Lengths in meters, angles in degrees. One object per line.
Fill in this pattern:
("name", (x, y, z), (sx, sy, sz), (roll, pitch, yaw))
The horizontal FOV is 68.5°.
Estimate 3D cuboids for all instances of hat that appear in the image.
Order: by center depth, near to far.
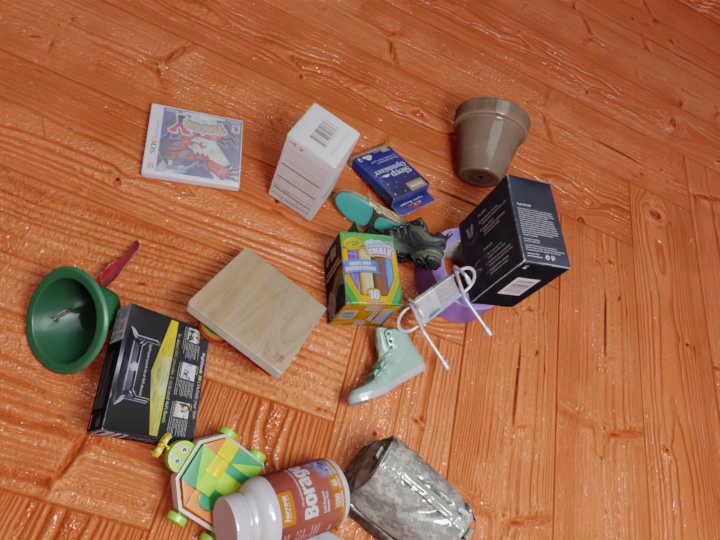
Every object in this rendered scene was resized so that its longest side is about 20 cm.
("hat", (-0.447, 0.071, 0.931), (0.165, 0.176, 0.201), (37, 100, 13))

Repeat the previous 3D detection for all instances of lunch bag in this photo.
("lunch bag", (0.078, 0.387, 0.902), (0.200, 0.168, 0.140), (41, 57, 1))

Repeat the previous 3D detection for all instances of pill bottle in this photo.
("pill bottle", (-0.122, 0.374, 0.833), (0.198, 0.112, 0.113), (-1, 64, -40))

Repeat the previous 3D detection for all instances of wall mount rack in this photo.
("wall mount rack", (0.177, 0.092, 1.058), (0.199, 0.175, 0.075), (-35, 37, -8))

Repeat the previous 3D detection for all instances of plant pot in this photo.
("plant pot", (0.325, -0.317, 1.365), (0.198, 0.200, 0.177), (18, 76, -13))

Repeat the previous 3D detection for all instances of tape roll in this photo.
("tape roll", (0.229, 0.011, 1.206), (0.197, 0.085, 0.202), (9, 62, -17))

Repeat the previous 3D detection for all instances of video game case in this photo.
("video game case", (-0.357, -0.267, 1.142), (0.197, 0.023, 0.185), (6, 63, -20))

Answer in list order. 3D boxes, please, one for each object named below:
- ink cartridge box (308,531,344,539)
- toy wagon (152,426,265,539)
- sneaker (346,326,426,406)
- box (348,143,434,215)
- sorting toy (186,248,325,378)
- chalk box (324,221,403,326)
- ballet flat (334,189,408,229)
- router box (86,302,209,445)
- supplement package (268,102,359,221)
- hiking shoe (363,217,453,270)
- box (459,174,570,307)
("ink cartridge box", (-0.061, 0.525, 0.826), (0.198, 0.044, 0.197), (14, 54, 26))
("toy wagon", (-0.240, 0.330, 0.841), (0.200, 0.039, 0.156), (47, 53, -24))
("sneaker", (0.031, 0.182, 1.042), (0.199, 0.074, 0.119), (-21, 80, -40))
("box", (0.079, -0.221, 1.263), (0.120, 0.033, 0.200), (-26, 62, -31))
("sorting toy", (-0.192, 0.085, 0.975), (0.198, 0.070, 0.200), (37, 36, -3))
("chalk box", (0.000, 0.000, 1.093), (0.122, 0.125, 0.203), (5, 64, -20))
("ballet flat", (0.030, -0.128, 1.217), (0.199, 0.071, 0.065), (32, 30, -7))
("router box", (-0.338, 0.175, 0.867), (0.157, 0.052, 0.202), (31, 51, -42))
("supplement package", (-0.102, -0.223, 1.119), (0.117, 0.200, 0.118), (33, 57, -3))
("hiking shoe", (0.102, -0.069, 1.160), (0.198, 0.076, 0.101), (20, 67, 27))
("box", (0.313, -0.056, 1.107), (0.116, 0.197, 0.203), (6, 62, -19))
